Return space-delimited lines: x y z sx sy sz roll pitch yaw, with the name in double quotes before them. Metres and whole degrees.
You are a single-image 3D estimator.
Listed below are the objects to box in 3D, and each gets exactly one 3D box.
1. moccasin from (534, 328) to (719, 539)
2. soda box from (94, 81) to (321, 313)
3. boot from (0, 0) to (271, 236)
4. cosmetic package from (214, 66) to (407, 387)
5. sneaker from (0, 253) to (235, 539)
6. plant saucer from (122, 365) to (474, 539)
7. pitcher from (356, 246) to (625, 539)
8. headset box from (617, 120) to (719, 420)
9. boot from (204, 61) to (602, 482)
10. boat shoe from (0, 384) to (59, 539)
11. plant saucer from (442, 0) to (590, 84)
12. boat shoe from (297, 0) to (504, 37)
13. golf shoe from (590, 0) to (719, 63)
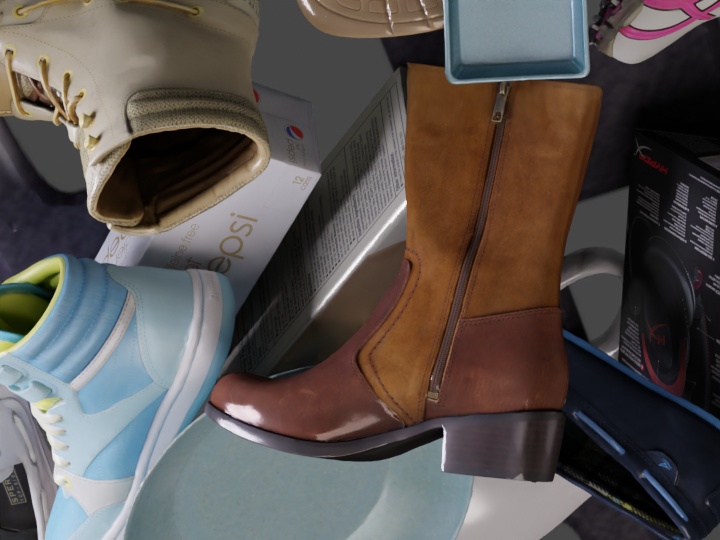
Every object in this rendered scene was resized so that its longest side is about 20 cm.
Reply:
"moccasin" 0.097 0.073 1.337 0.200 0.068 0.081 23 150 15
"soda box" -0.095 -0.010 1.430 0.068 0.064 0.200 17 128 -21
"boot" -0.143 -0.080 1.297 0.199 0.156 0.073 -11 133 2
"cosmetic package" 0.000 0.000 1.427 0.071 0.105 0.200 23 127 -26
"sneaker" -0.160 0.069 1.401 0.130 0.080 0.200 15 119 -22
"plant saucer" -0.038 0.122 1.420 0.201 0.039 0.201 -13 128 -18
"pitcher" 0.080 0.081 1.511 0.200 0.121 0.172 -19 121 -4
"headset box" 0.203 0.036 1.406 0.075 0.149 0.201 -6 110 -21
"boot" 0.019 -0.004 1.299 0.188 0.201 0.068 4 178 28
"boat shoe" -0.216 0.097 1.509 0.073 0.065 0.200 -18 132 9
"plant saucer" 0.071 -0.190 1.256 0.070 0.019 0.201 -3 103 2
"boat shoe" 0.066 -0.164 1.310 0.200 0.072 0.065 -22 176 8
"golf shoe" 0.189 -0.153 1.301 0.092 0.073 0.200 34 140 -10
